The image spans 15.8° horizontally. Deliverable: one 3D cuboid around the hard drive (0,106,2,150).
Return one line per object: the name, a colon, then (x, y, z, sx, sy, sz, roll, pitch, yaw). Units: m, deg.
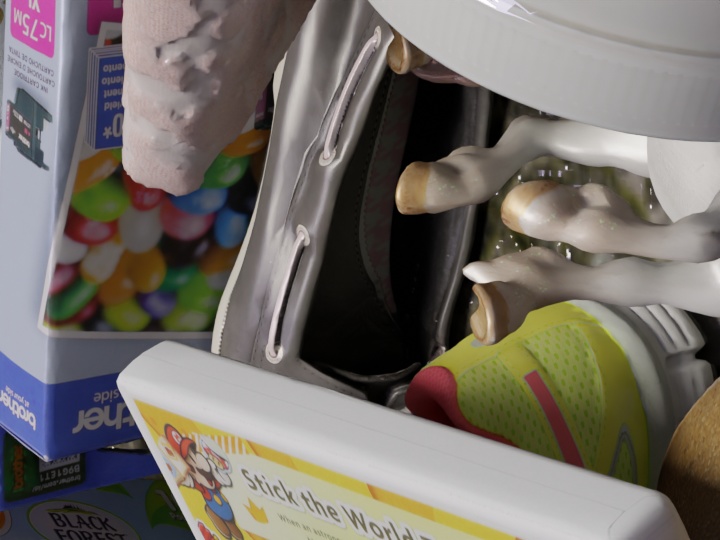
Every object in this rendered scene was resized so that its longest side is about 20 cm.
hard drive: (-0.116, -0.059, 0.843, 0.200, 0.027, 0.132, -53, 42, -4)

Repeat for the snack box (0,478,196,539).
snack box: (-0.073, 0.151, 0.840, 0.053, 0.142, 0.200, -50, 54, 20)

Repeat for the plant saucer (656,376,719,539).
plant saucer: (0.137, 0.102, 0.536, 0.200, 0.035, 0.201, 28, 141, 25)

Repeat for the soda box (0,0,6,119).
soda box: (-0.101, -0.117, 0.792, 0.200, 0.064, 0.068, -44, 57, 10)

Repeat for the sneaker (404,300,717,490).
sneaker: (0.044, 0.102, 0.705, 0.078, 0.090, 0.201, 13, 111, 52)

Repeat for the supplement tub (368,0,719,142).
supplement tub: (0.077, -0.144, 0.550, 0.132, 0.131, 0.201, 47, 135, 39)

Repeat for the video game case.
video game case: (0.034, 0.110, 0.625, 0.200, 0.023, 0.183, 14, 135, 54)

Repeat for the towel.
towel: (-0.003, -0.142, 0.589, 0.032, 0.191, 0.200, 22, 145, 10)

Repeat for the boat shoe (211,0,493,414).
boat shoe: (0.000, 0.000, 0.764, 0.057, 0.067, 0.201, 33, 122, 53)

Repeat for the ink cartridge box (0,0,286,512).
ink cartridge box: (-0.051, -0.020, 0.785, 0.042, 0.119, 0.201, 33, 124, 45)

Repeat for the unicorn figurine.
unicorn figurine: (0.086, -0.014, 0.598, 0.074, 0.137, 0.201, 106, 154, -49)
